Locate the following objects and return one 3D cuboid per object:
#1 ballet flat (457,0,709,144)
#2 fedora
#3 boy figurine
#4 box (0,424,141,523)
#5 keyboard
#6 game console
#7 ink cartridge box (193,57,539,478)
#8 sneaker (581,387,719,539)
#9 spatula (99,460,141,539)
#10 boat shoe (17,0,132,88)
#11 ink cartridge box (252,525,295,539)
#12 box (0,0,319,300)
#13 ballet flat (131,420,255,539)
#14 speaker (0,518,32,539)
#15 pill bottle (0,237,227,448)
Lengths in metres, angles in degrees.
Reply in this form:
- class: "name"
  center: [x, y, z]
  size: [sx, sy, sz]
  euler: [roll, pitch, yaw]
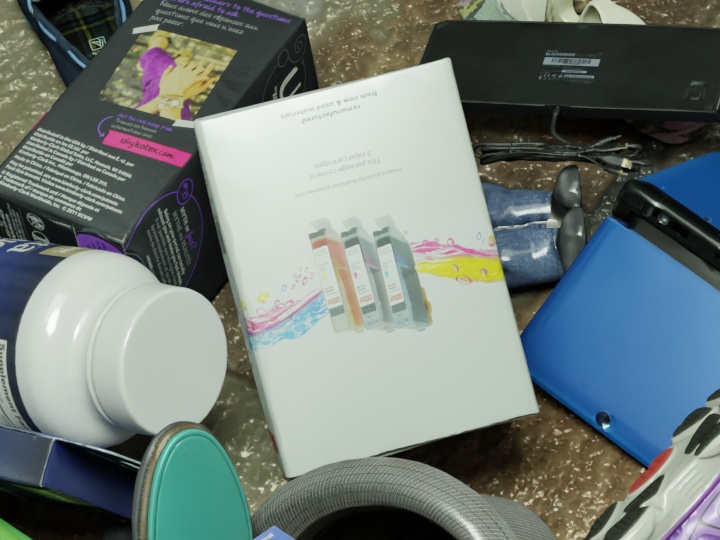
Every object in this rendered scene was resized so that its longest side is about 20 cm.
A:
- class: "ballet flat"
  center: [0.143, -0.152, 1.586]
  size: [0.069, 0.071, 0.200]
  euler: [-38, 56, -24]
- class: "fedora"
  center: [0.035, 0.175, 1.297]
  size: [0.090, 0.200, 0.177]
  euler: [-17, 85, -49]
- class: "boy figurine"
  center: [0.035, -0.025, 1.503]
  size: [0.199, 0.065, 0.125]
  euler: [-1, 53, 3]
- class: "box"
  center: [-0.198, 0.103, 1.376]
  size: [0.200, 0.121, 0.032]
  euler: [9, 79, 25]
- class: "keyboard"
  center: [0.123, -0.103, 1.510]
  size: [0.199, 0.021, 0.127]
  euler: [4, 49, 22]
- class: "game console"
  center: [0.223, 0.040, 1.443]
  size: [0.200, 0.119, 0.171]
  euler: [38, 33, 25]
- class: "ink cartridge box"
  center: [0.000, 0.000, 1.379]
  size: [0.144, 0.145, 0.201]
  euler: [-14, 92, -4]
- class: "sneaker"
  center: [0.198, 0.123, 1.343]
  size: [0.083, 0.081, 0.200]
  euler: [45, 86, -8]
- class: "spatula"
  center: [-0.141, 0.185, 1.381]
  size: [0.056, 0.021, 0.200]
  euler: [0, 50, 13]
- class: "boat shoe"
  center: [-0.180, -0.179, 1.654]
  size: [0.084, 0.069, 0.200]
  euler: [-26, 52, -13]
- class: "ink cartridge box"
  center: [-0.017, 0.214, 1.204]
  size: [0.119, 0.042, 0.200]
  euler: [-34, 53, -29]
- class: "box"
  center: [-0.119, -0.064, 1.517]
  size: [0.106, 0.122, 0.200]
  euler: [22, 57, 25]
- class: "ballet flat"
  center: [-0.085, 0.173, 1.293]
  size: [0.073, 0.201, 0.073]
  euler: [-15, 10, 3]
- class: "speaker"
  center: [-0.203, 0.177, 1.338]
  size: [0.200, 0.089, 0.088]
  euler: [27, 58, 39]
- class: "pill bottle"
  center: [-0.173, 0.040, 1.408]
  size: [0.200, 0.111, 0.111]
  euler: [7, 49, 40]
